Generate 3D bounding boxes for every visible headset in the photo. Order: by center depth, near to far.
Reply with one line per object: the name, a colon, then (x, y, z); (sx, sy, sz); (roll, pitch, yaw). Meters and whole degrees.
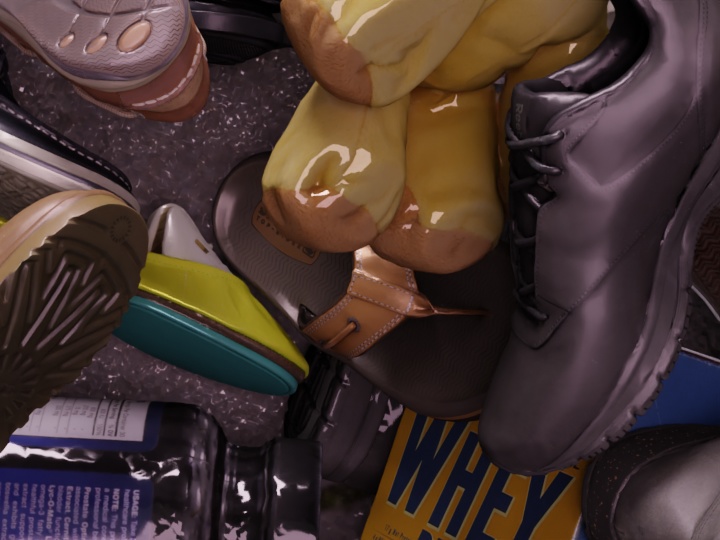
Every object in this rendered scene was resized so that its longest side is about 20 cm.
headset: (-0.042, -0.139, 0.919); (0.200, 0.094, 0.124); (36, 91, 3)

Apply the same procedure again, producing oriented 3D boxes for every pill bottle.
pill bottle: (-0.117, 0.109, 0.877); (0.199, 0.112, 0.112); (3, 94, -1)

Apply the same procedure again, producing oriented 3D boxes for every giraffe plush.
giraffe plush: (0.017, -0.120, 0.810); (0.172, 0.162, 0.201); (8, 116, -40)

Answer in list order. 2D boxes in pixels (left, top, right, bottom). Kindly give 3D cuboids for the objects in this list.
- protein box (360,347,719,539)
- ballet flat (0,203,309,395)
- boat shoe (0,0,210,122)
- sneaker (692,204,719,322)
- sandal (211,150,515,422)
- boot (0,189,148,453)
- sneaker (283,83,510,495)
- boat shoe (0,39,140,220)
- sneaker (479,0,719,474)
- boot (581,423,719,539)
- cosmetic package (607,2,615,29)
protein box: (0.119, 0.131, 0.899); (0.199, 0.135, 0.199); (18, 91, -33)
ballet flat: (-0.111, -0.004, 0.912); (0.199, 0.067, 0.067); (17, 70, -11)
boat shoe: (-0.130, -0.123, 0.855); (0.076, 0.200, 0.072); (-40, 145, -3)
sneaker: (0.178, -0.023, 0.945); (0.200, 0.085, 0.073); (38, 126, 1)
sandal: (0.000, 0.000, 0.872); (0.055, 0.200, 0.082); (16, 104, -52)
boot: (-0.200, -0.005, 0.827); (0.175, 0.200, 0.066); (-49, 146, -2)
sneaker: (0.038, 0.012, 0.943); (0.090, 0.076, 0.201); (21, 99, -19)
boat shoe: (-0.172, -0.076, 0.863); (0.200, 0.075, 0.062); (29, 71, 15)
sneaker: (0.083, -0.023, 0.754); (0.091, 0.076, 0.201); (22, 95, -24)
boot: (0.193, 0.084, 0.776); (0.199, 0.130, 0.068); (-18, 109, -29)
cosmetic package: (0.173, -0.113, 0.887); (0.105, 0.200, 0.071); (33, 87, -13)
